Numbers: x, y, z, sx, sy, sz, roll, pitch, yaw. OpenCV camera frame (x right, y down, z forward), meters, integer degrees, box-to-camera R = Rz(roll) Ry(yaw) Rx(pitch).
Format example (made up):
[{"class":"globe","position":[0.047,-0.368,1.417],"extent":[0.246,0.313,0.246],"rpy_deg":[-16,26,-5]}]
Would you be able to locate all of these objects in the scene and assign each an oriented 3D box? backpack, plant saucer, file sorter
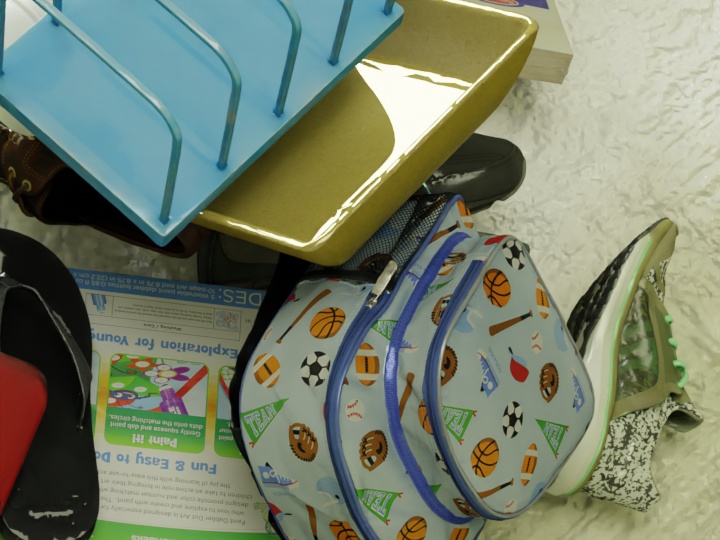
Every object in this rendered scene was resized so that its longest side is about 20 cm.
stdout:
[{"class":"backpack","position":[0.026,0.073,1.616],"extent":[0.191,0.154,0.201],"rpy_deg":[-50,121,-31]},{"class":"plant saucer","position":[-0.022,-0.078,1.640],"extent":[0.199,0.049,0.200],"rpy_deg":[19,54,44]},{"class":"file sorter","position":[-0.084,-0.146,1.568],"extent":[0.139,0.123,0.200],"rpy_deg":[40,65,12]}]

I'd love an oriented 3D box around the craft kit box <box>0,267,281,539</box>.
[{"class":"craft kit box","position":[-0.119,0.098,1.677],"extent":[0.199,0.049,0.199],"rpy_deg":[7,55,-8]}]

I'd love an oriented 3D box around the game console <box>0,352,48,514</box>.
[{"class":"game console","position":[-0.294,0.108,1.589],"extent":[0.172,0.119,0.201],"rpy_deg":[24,90,34]}]

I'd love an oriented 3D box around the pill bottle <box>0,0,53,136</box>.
[{"class":"pill bottle","position":[-0.137,-0.166,1.699],"extent":[0.200,0.111,0.111],"rpy_deg":[-40,74,-24]}]

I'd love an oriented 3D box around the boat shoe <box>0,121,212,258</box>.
[{"class":"boat shoe","position":[-0.172,-0.060,1.727],"extent":[0.199,0.071,0.071],"rpy_deg":[15,61,22]}]

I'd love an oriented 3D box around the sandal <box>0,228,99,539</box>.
[{"class":"sandal","position":[-0.179,0.060,1.637],"extent":[0.076,0.043,0.201],"rpy_deg":[-8,62,-17]}]

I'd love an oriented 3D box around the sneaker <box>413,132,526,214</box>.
[{"class":"sneaker","position":[0.003,-0.079,1.752],"extent":[0.199,0.080,0.076],"rpy_deg":[4,24,-8]}]

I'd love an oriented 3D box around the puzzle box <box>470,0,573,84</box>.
[{"class":"puzzle box","position":[0.027,-0.177,1.843],"extent":[0.199,0.026,0.133],"rpy_deg":[9,35,-16]}]

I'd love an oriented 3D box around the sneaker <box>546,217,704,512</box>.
[{"class":"sneaker","position":[0.165,0.062,1.755],"extent":[0.088,0.077,0.201],"rpy_deg":[28,62,-10]}]

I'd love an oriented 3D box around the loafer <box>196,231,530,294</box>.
[{"class":"loafer","position":[0.000,0.000,1.759],"extent":[0.199,0.072,0.063],"rpy_deg":[7,86,-3]}]
